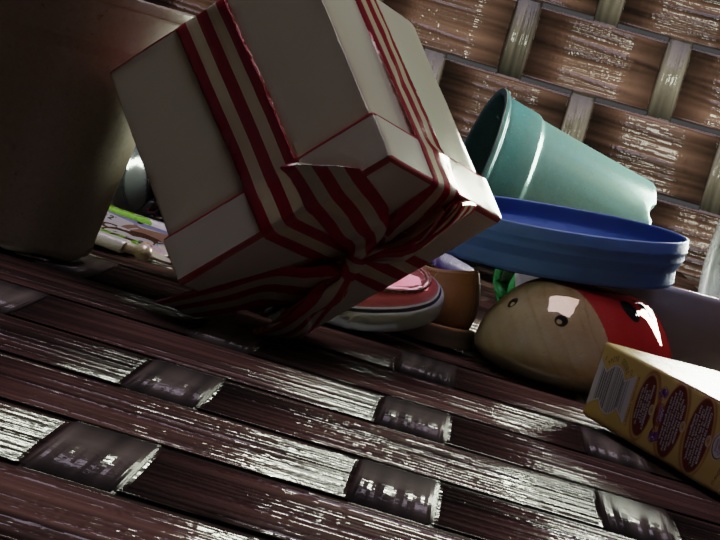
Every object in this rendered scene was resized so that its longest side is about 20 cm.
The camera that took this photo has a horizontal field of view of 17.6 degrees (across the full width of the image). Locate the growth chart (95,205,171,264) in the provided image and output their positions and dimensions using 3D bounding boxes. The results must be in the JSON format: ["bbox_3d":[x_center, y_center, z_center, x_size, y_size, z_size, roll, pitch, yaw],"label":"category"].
[{"bbox_3d":[-0.195,-0.034,1.790,0.145,0.018,0.200,18,6,7],"label":"growth chart"}]

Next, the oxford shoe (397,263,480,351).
[{"bbox_3d":[0.000,0.000,1.741,0.200,0.071,0.071,16,5,19],"label":"oxford shoe"}]

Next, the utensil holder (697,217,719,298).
[{"bbox_3d":[0.530,0.008,2.814,0.200,0.170,0.170,19,5,-4],"label":"utensil holder"}]

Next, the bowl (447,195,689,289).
[{"bbox_3d":[0.145,-0.022,1.755,0.201,0.039,0.201,10,7,-1],"label":"bowl"}]

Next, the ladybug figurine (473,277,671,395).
[{"bbox_3d":[0.164,0.048,1.722,0.136,0.072,0.200,19,5,28],"label":"ladybug figurine"}]

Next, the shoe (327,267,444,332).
[{"bbox_3d":[-0.034,-0.024,1.653,0.200,0.091,0.071,14,35,8],"label":"shoe"}]

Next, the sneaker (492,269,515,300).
[{"bbox_3d":[0.170,0.003,2.216,0.084,0.074,0.200,20,5,0],"label":"sneaker"}]

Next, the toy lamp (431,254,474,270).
[{"bbox_3d":[0.000,-0.006,1.887,0.200,0.058,0.058,11,6,-22],"label":"toy lamp"}]

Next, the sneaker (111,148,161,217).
[{"bbox_3d":[-0.143,-0.068,1.992,0.121,0.084,0.200,8,1,18],"label":"sneaker"}]

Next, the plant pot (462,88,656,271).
[{"bbox_3d":[0.199,-0.066,2.497,0.196,0.200,0.200,23,4,-9],"label":"plant pot"}]

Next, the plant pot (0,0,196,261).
[{"bbox_3d":[-0.224,-0.110,1.579,0.200,0.184,0.200,16,5,-1],"label":"plant pot"}]

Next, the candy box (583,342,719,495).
[{"bbox_3d":[0.235,0.102,1.456,0.117,0.056,0.200,15,4,-20],"label":"candy box"}]

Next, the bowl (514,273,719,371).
[{"bbox_3d":[0.234,0.045,1.907,0.200,0.075,0.200,15,-1,-25],"label":"bowl"}]

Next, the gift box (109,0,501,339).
[{"bbox_3d":[-0.045,-0.068,1.479,0.200,0.185,0.187,16,46,-56],"label":"gift box"}]
